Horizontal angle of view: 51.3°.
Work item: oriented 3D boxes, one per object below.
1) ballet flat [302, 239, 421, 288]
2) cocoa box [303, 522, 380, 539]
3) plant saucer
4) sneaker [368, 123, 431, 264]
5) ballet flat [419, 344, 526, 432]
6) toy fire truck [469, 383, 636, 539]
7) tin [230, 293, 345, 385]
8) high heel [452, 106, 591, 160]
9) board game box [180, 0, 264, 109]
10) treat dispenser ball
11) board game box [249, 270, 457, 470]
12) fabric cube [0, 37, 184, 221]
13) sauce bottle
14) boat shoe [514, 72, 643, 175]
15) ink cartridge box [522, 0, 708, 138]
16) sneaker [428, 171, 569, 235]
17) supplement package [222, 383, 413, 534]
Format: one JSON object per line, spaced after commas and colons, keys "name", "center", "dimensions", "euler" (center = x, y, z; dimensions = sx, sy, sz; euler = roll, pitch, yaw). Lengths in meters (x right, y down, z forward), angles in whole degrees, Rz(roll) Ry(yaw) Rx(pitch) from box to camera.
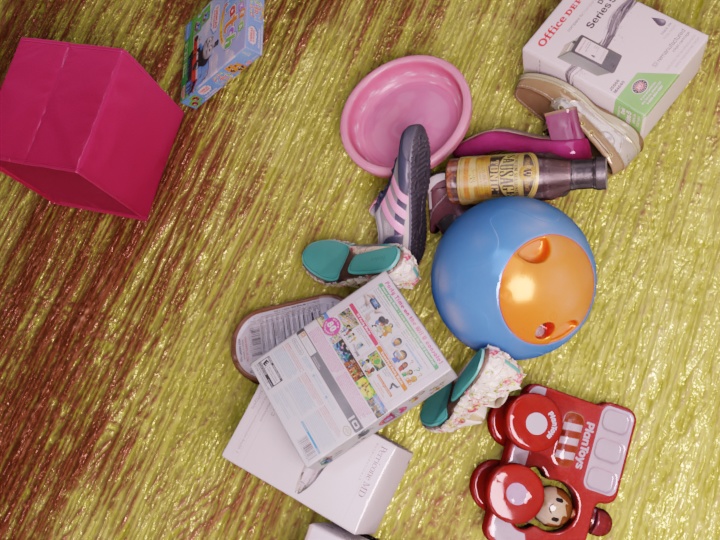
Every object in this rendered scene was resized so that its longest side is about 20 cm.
{"name": "ballet flat", "center": [0.000, 0.000, 1.029], "dimensions": [0.200, 0.064, 0.076], "euler": [8, 65, 47]}
{"name": "cocoa box", "center": [0.021, 0.395, 0.874], "dimensions": [0.199, 0.133, 0.132], "euler": [18, 78, 20]}
{"name": "plant saucer", "center": [0.070, -0.220, 1.103], "dimensions": [0.200, 0.051, 0.201], "euler": [-8, 66, 20]}
{"name": "sneaker", "center": [0.048, -0.103, 1.029], "dimensions": [0.082, 0.070, 0.201], "euler": [13, 110, 27]}
{"name": "ballet flat", "center": [0.134, 0.157, 0.910], "dimensions": [0.064, 0.200, 0.076], "euler": [23, 57, -7]}
{"name": "toy fire truck", "center": [0.230, 0.239, 0.893], "dimensions": [0.167, 0.112, 0.201], "euler": [18, 78, 1]}
{"name": "tin", "center": [-0.088, 0.098, 1.058], "dimensions": [0.199, 0.042, 0.112], "euler": [-14, 73, 10]}
{"name": "high heel", "center": [0.217, -0.153, 1.031], "dimensions": [0.200, 0.067, 0.097], "euler": [-10, 96, 45]}
{"name": "board game box", "center": [-0.221, -0.368, 1.195], "dimensions": [0.200, 0.037, 0.152], "euler": [-21, 62, 45]}
{"name": "treat dispenser ball", "center": [0.187, 0.010, 0.922], "dimensions": [0.200, 0.201, 0.202], "euler": [-5, 71, 14]}
{"name": "board game box", "center": [-0.009, 0.119, 0.891], "dimensions": [0.200, 0.064, 0.148], "euler": [-34, 67, 2]}
{"name": "fabric cube", "center": [-0.430, -0.216, 1.171], "dimensions": [0.199, 0.196, 0.200], "euler": [11, 77, 18]}
{"name": "sauce bottle", "center": [0.209, -0.120, 0.954], "dimensions": [0.199, 0.066, 0.066], "euler": [-3, 71, 20]}
{"name": "boat shoe", "center": [0.289, -0.203, 1.035], "dimensions": [0.200, 0.074, 0.066], "euler": [37, 79, 23]}
{"name": "ink cartridge box", "center": [0.348, -0.295, 1.044], "dimensions": [0.200, 0.084, 0.146], "euler": [37, 84, 23]}
{"name": "sneaker", "center": [0.186, -0.075, 1.031], "dimensions": [0.199, 0.076, 0.116], "euler": [1, 83, 21]}
{"name": "supplement package", "center": [-0.051, 0.235, 0.957], "dimensions": [0.199, 0.117, 0.117], "euler": [23, 79, 21]}
